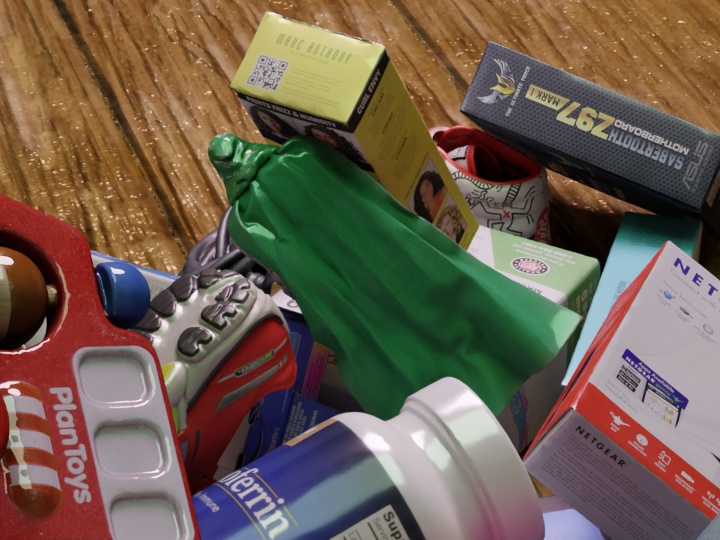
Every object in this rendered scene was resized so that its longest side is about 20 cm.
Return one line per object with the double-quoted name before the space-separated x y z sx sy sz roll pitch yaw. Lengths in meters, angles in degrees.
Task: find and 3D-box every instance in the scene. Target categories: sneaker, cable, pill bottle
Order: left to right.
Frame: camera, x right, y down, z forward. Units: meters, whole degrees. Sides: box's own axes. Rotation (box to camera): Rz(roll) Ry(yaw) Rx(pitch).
"sneaker" -0.104 0.092 1.237 0.200 0.085 0.077 -44 34 -12
"cable" -0.051 -0.026 1.535 0.051 0.163 0.200 46 42 -9
"pill bottle" -0.018 0.138 1.222 0.199 0.116 0.116 -29 38 -16
"sneaker" 0.026 -0.044 1.588 0.201 0.108 0.067 15 33 23

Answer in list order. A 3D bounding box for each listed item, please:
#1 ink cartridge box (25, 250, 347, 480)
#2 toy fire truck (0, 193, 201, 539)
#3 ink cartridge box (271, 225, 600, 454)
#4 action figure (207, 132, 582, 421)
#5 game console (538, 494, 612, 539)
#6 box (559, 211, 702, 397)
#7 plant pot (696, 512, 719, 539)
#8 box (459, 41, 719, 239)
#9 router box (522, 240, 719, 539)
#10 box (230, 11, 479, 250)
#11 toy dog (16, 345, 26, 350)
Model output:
"ink cartridge box" -0.100 0.072 1.346 0.199 0.137 0.076 16 1 26
"toy fire truck" -0.166 0.049 1.153 0.167 0.112 0.201 1 59 -30
"ink cartridge box" 0.028 0.052 1.445 0.145 0.088 0.200 18 36 26
"action figure" 0.000 0.000 1.298 0.118 0.200 0.055 -48 8 -5
"game console" 0.081 0.178 1.285 0.199 0.031 0.177 -8 31 -13
"box" 0.154 0.050 1.457 0.049 0.083 0.200 7 30 13
"plant pot" 0.234 0.177 1.063 0.196 0.200 0.196 21 30 -9
"box" 0.154 -0.077 1.582 0.157 0.051 0.200 24 0 12
"router box" 0.196 0.100 1.308 0.200 0.049 0.180 38 36 -1
"box" 0.000 -0.059 1.361 0.075 0.200 0.050 19 72 24
"toy dog" -0.247 0.094 1.290 0.200 0.194 0.140 -36 19 -4
